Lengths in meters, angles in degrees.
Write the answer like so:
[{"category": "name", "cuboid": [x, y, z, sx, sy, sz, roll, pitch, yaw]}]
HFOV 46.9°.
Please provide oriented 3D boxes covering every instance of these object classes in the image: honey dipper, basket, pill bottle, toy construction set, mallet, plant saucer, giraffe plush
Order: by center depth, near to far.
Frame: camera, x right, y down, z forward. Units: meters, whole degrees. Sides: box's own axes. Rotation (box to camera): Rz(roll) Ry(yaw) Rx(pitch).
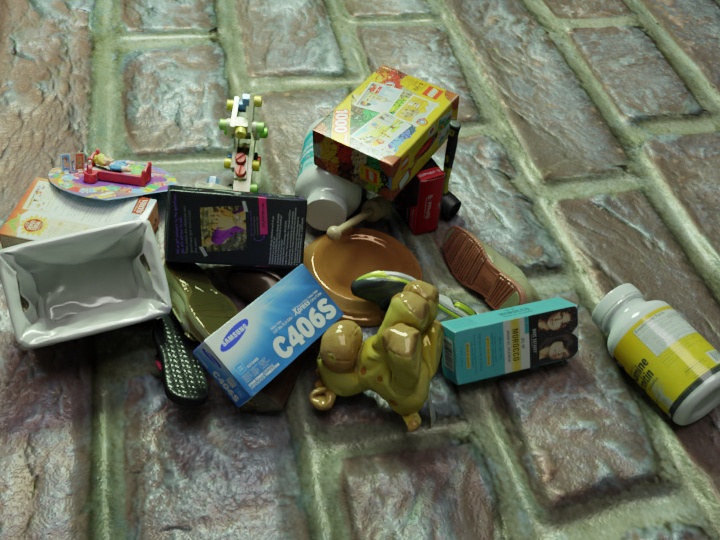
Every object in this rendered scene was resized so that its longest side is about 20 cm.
[{"category": "giraffe plush", "cuboid": [0.015, 0.116, 1.112, 0.162, 0.200, 0.173, 4, 21, 19]}, {"category": "basket", "cuboid": [-0.373, 0.022, 1.129, 0.200, 0.123, 0.136, -14, 88, -21]}, {"category": "pill bottle", "cuboid": [0.429, 0.114, 1.192, 0.112, 0.112, 0.200, -20, 52, -25]}, {"category": "plant saucer", "cuboid": [0.000, 0.000, 1.293, 0.200, 0.037, 0.200, 4, 46, -4]}, {"category": "honey dipper", "cuboid": [-0.005, -0.083, 1.318, 0.038, 0.038, 0.200, 25, 24, 16]}, {"category": "toy construction set", "cuboid": [-0.201, -0.178, 1.352, 0.092, 0.131, 0.200, 18, 73, 1]}, {"category": "mallet", "cuboid": [0.135, -0.172, 1.365, 0.066, 0.200, 0.041, 36, 59, 30]}, {"category": "pill bottle", "cuboid": [-0.049, -0.159, 1.385, 0.111, 0.111, 0.200, 7, 46, -2]}]

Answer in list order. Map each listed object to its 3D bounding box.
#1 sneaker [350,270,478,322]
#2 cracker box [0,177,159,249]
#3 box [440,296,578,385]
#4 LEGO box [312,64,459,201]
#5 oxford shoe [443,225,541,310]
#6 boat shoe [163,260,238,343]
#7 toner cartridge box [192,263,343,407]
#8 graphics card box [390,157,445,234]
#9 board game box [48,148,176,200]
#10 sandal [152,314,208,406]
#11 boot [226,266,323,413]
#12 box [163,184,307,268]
[{"category": "sneaker", "cuboid": [0.076, 0.064, 1.197, 0.200, 0.074, 0.081, 23, 62, -6]}, {"category": "cracker box", "cuboid": [-0.428, -0.064, 1.278, 0.200, 0.058, 0.134, 11, 46, 3]}, {"category": "box", "cuboid": [0.214, 0.099, 1.186, 0.200, 0.082, 0.049, -11, 16, -19]}, {"category": "LEGO box", "cuboid": [0.041, -0.221, 1.312, 0.149, 0.077, 0.200, 26, 55, 21]}, {"category": "oxford shoe", "cuboid": [0.205, 0.003, 1.313, 0.074, 0.071, 0.200, 2, 40, -42]}, {"category": "boat shoe", "cuboid": [-0.230, 0.057, 1.163, 0.073, 0.063, 0.201, 0, 32, -41]}, {"category": "toner cartridge box", "cuboid": [-0.118, 0.082, 1.104, 0.095, 0.043, 0.200, 49, 48, -1]}, {"category": "graphics card box", "cuboid": [0.071, -0.172, 1.404, 0.051, 0.126, 0.200, -18, 52, -17]}, {"category": "board game box", "cuboid": [-0.395, -0.164, 1.339, 0.158, 0.039, 0.200, 28, 30, 36]}, {"category": "sandal", "cuboid": [-0.246, 0.125, 1.123, 0.075, 0.045, 0.200, 9, 29, -20]}, {"category": "boot", "cuboid": [-0.153, 0.096, 1.168, 0.186, 0.064, 0.200, 21, 52, 15]}, {"category": "box", "cuboid": [-0.188, -0.065, 1.233, 0.200, 0.106, 0.122, 4, 7, -14]}]
